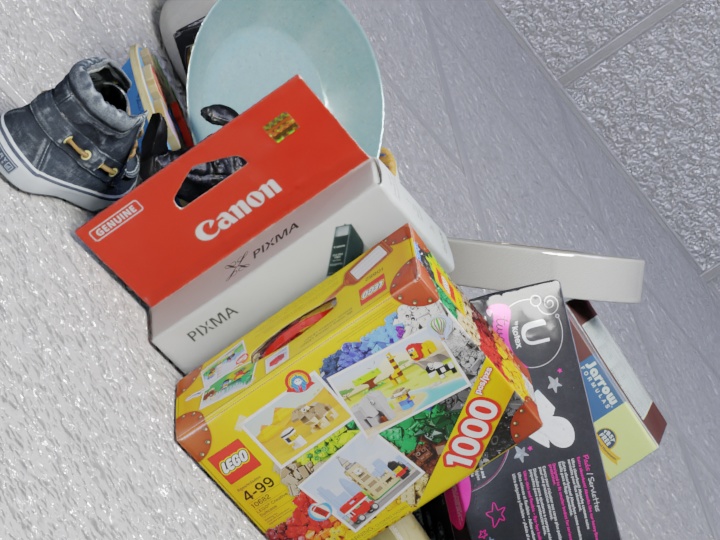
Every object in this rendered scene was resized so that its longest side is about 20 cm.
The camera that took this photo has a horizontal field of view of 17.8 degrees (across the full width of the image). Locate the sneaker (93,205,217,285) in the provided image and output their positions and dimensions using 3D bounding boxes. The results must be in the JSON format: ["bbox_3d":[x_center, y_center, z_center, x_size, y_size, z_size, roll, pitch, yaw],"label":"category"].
[{"bbox_3d":[-0.108,0.014,1.631,0.199,0.087,0.075,23,-4,-31],"label":"sneaker"}]

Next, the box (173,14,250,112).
[{"bbox_3d":[-0.067,-0.125,1.870,0.200,0.049,0.200,-44,119,-63],"label":"box"}]

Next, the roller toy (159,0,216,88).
[{"bbox_3d":[-0.075,-0.198,2.053,0.200,0.139,0.183,48,16,-29],"label":"roller toy"}]

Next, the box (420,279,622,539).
[{"bbox_3d":[0.101,0.119,1.681,0.132,0.114,0.201,158,-80,-76],"label":"box"}]

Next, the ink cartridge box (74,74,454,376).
[{"bbox_3d":[-0.065,-0.013,1.561,0.174,0.199,0.044,47,18,-32],"label":"ink cartridge box"}]

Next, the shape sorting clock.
[{"bbox_3d":[-0.132,-0.080,1.751,0.200,0.039,0.201,-25,90,-85],"label":"shape sorting clock"}]

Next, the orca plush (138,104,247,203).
[{"bbox_3d":[-0.078,-0.086,1.636,0.200,0.071,0.106,20,51,-54],"label":"orca plush"}]

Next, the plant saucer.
[{"bbox_3d":[-0.066,-0.127,1.763,0.200,0.039,0.202,3,85,-43],"label":"plant saucer"}]

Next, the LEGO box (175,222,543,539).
[{"bbox_3d":[-0.001,0.089,1.546,0.149,0.200,0.077,49,15,-25],"label":"LEGO box"}]

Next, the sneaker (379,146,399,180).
[{"bbox_3d":[0.000,0.000,1.836,0.088,0.075,0.201,70,32,-54],"label":"sneaker"}]

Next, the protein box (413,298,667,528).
[{"bbox_3d":[0.129,0.131,1.856,0.135,0.198,0.200,57,9,5],"label":"protein box"}]

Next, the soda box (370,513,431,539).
[{"bbox_3d":[0.052,0.259,1.627,0.200,0.064,0.068,54,14,-5],"label":"soda box"}]

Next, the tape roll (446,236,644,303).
[{"bbox_3d":[0.129,-0.002,1.838,0.203,0.202,0.037,1,95,-73],"label":"tape roll"}]

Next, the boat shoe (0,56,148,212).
[{"bbox_3d":[-0.177,-0.094,1.588,0.071,0.091,0.200,58,14,8],"label":"boat shoe"}]
